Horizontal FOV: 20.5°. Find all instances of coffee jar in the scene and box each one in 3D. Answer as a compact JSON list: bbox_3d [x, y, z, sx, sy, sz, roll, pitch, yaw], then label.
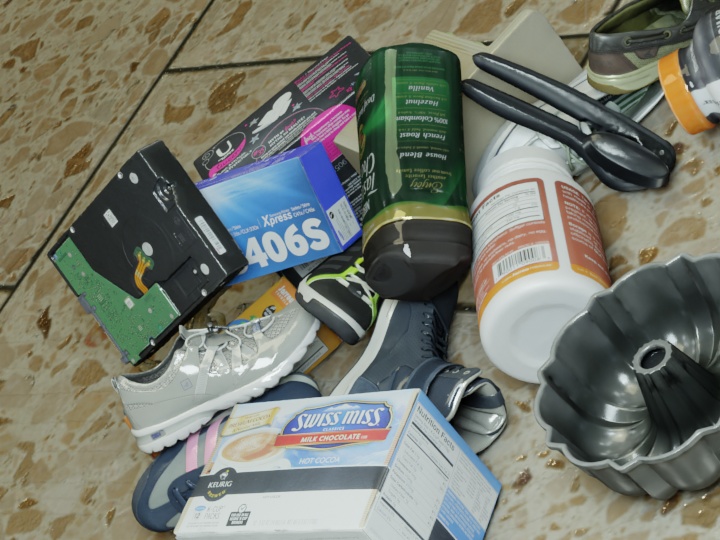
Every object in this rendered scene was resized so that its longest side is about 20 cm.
[{"bbox_3d":[0.043,-0.080,1.651,0.104,0.085,0.201,123,147,-63],"label":"coffee jar"}]

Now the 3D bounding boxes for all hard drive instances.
[{"bbox_3d":[-0.196,-0.012,1.811,0.038,0.140,0.200,-31,-8,-44],"label":"hard drive"}]

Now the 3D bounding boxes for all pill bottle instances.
[{"bbox_3d":[0.347,-0.183,1.639,0.199,0.106,0.107,-25,36,23],"label":"pill bottle"},{"bbox_3d":[0.146,-0.011,1.636,0.112,0.112,0.201,-28,35,19],"label":"pill bottle"}]

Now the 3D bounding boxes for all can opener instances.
[{"bbox_3d":[0.180,-0.131,1.698,0.199,0.079,0.064,31,72,9],"label":"can opener"}]

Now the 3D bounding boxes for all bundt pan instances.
[{"bbox_3d":[0.232,0.085,1.470,0.201,0.076,0.203,-26,37,21],"label":"bundt pan"}]

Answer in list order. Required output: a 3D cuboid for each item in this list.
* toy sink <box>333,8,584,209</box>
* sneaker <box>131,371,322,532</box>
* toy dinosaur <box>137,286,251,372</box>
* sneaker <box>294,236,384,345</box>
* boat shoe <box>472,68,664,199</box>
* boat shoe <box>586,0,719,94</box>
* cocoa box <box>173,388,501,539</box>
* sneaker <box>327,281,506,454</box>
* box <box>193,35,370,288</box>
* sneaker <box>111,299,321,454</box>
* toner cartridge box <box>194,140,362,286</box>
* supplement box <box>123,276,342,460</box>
[{"bbox_3d":[0.097,-0.136,1.813,0.200,0.130,0.112,-48,34,-9],"label":"toy sink"},{"bbox_3d":[-0.114,0.169,1.723,0.200,0.070,0.082,-39,29,5],"label":"sneaker"},{"bbox_3d":[-0.142,0.059,1.878,0.200,0.058,0.101,-36,20,56],"label":"toy dinosaur"},{"bbox_3d":[0.000,0.000,1.736,0.083,0.072,0.200,-52,2,16],"label":"sneaker"},{"bbox_3d":[0.185,-0.123,1.757,0.200,0.074,0.067,-44,31,-7],"label":"boat shoe"},{"bbox_3d":[0.280,-0.225,1.746,0.200,0.066,0.072,-32,46,-20],"label":"boat shoe"},{"bbox_3d":[-0.016,0.186,1.550,0.199,0.133,0.132,-8,46,39],"label":"cocoa box"},{"bbox_3d":[0.071,0.076,1.644,0.146,0.077,0.203,0,46,39],"label":"sneaker"},{"bbox_3d":[-0.036,-0.103,1.905,0.200,0.132,0.115,-39,30,2],"label":"box"},{"bbox_3d":[-0.124,0.076,1.724,0.199,0.082,0.075,-33,13,-4],"label":"sneaker"},{"bbox_3d":[-0.102,-0.043,1.794,0.199,0.095,0.043,-17,14,36],"label":"toner cartridge box"},{"bbox_3d":[-0.116,0.100,1.810,0.200,0.069,0.067,-41,36,-4],"label":"supplement box"}]
